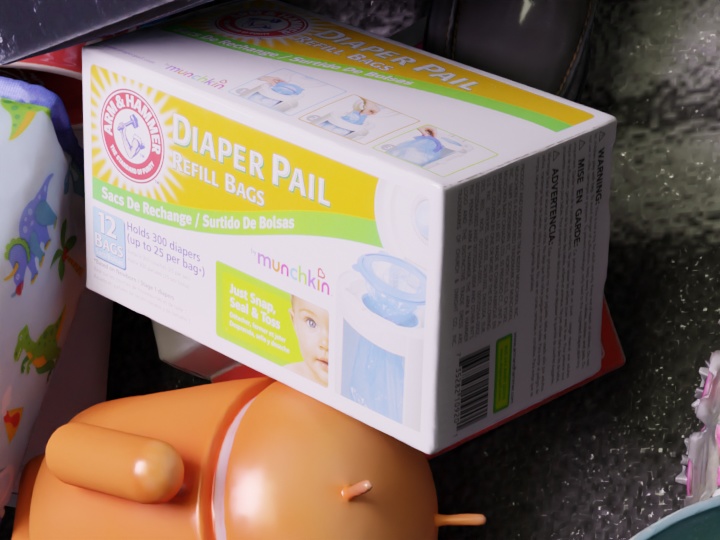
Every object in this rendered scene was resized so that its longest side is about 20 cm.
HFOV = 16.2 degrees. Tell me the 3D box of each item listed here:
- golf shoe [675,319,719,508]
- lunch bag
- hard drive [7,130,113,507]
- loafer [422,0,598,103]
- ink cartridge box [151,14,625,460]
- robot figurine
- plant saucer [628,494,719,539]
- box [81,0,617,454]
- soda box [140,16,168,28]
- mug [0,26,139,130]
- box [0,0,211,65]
[{"bbox_3d":[0.163,0.095,0.950,0.092,0.073,0.201,10,89,17],"label":"golf shoe"},{"bbox_3d":[-0.226,-0.002,1.057,0.199,0.128,0.171,13,70,18],"label":"lunch bag"},{"bbox_3d":[-0.176,0.003,1.158,0.026,0.131,0.201,-28,54,54],"label":"hard drive"},{"bbox_3d":[0.069,-0.130,1.050,0.072,0.072,0.201,11,64,1],"label":"loafer"},{"bbox_3d":[0.000,0.000,1.100,0.199,0.044,0.174,-28,59,22],"label":"ink cartridge box"},{"bbox_3d":[-0.054,0.103,1.019,0.199,0.144,0.117,-10,26,35],"label":"robot figurine"},{"bbox_3d":[0.153,0.172,0.896,0.199,0.036,0.201,0,95,3],"label":"plant saucer"},{"bbox_3d":[-0.010,-0.025,0.997,0.200,0.101,0.113,23,122,39],"label":"box"},{"bbox_3d":[-0.193,-0.109,1.245,0.199,0.068,0.064,-21,63,25],"label":"soda box"},{"bbox_3d":[-0.166,-0.175,1.109,0.133,0.177,0.201,-9,74,40],"label":"mug"},{"bbox_3d":[-0.036,-0.180,0.990,0.200,0.198,0.124,-11,103,51],"label":"box"}]
